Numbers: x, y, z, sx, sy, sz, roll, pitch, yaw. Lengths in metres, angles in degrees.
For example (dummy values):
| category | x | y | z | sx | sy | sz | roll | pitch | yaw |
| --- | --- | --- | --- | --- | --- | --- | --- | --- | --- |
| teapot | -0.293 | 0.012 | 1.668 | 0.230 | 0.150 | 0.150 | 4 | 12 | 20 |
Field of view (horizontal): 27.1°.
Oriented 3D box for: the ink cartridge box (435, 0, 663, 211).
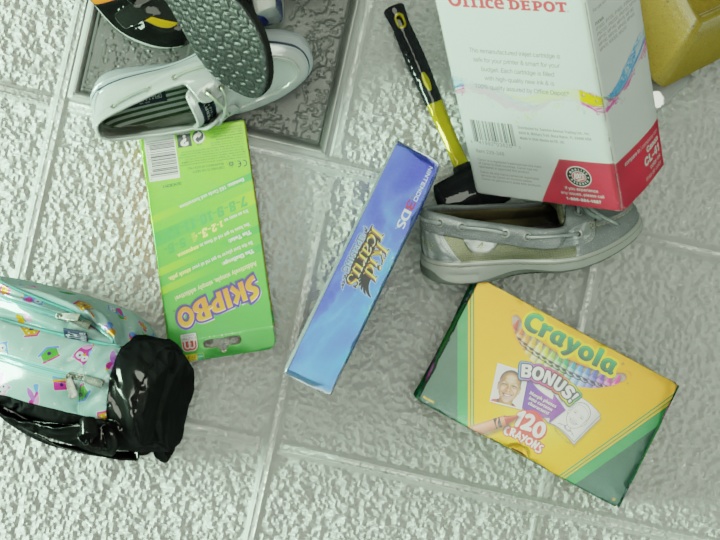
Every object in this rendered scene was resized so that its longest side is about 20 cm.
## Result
| category | x | y | z | sx | sy | sz | roll | pitch | yaw |
| --- | --- | --- | --- | --- | --- | --- | --- | --- | --- |
| ink cartridge box | 0.153 | -0.159 | 1.202 | 0.086 | 0.147 | 0.202 | -39 | 128 | -39 |

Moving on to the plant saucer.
| category | x | y | z | sx | sy | sz | roll | pitch | yaw |
| --- | --- | --- | --- | --- | --- | --- | --- | --- | --- |
| plant saucer | 0.273 | -0.276 | 1.261 | 0.199 | 0.048 | 0.201 | -27 | 90 | -40 |

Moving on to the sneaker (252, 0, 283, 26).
| category | x | y | z | sx | sy | sz | roll | pitch | yaw |
| --- | --- | --- | --- | --- | --- | --- | --- | --- | --- |
| sneaker | -0.138 | -0.297 | 1.299 | 0.114 | 0.081 | 0.202 | -15 | 82 | 2 |

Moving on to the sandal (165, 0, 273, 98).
| category | x | y | z | sx | sy | sz | roll | pitch | yaw |
| --- | --- | --- | --- | --- | --- | --- | --- | --- | --- |
| sandal | -0.128 | -0.235 | 1.231 | 0.048 | 0.075 | 0.201 | -37 | 91 | -42 |

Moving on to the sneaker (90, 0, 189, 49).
| category | x | y | z | sx | sy | sz | roll | pitch | yaw |
| --- | --- | --- | --- | --- | --- | --- | --- | --- | --- |
| sneaker | -0.220 | -0.265 | 1.273 | 0.200 | 0.090 | 0.070 | 42 | 89 | 10 |

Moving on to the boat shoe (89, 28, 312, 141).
| category | x | y | z | sx | sy | sz | roll | pitch | yaw |
| --- | --- | --- | --- | --- | --- | --- | --- | --- | --- |
| boat shoe | -0.135 | -0.148 | 1.285 | 0.198 | 0.067 | 0.074 | -15 | 132 | 8 |

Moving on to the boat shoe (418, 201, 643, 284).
| category | x | y | z | sx | sy | sz | roll | pitch | yaw |
| --- | --- | --- | --- | --- | --- | --- | --- | --- | --- |
| boat shoe | 0.147 | -0.039 | 1.281 | 0.200 | 0.075 | 0.065 | -9 | 117 | -8 |

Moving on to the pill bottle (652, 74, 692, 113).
| category | x | y | z | sx | sy | sz | roll | pitch | yaw |
| --- | --- | --- | --- | --- | --- | --- | --- | --- | --- |
| pill bottle | 0.188 | -0.213 | 1.282 | 0.111 | 0.111 | 0.200 | -42 | 90 | -2 |

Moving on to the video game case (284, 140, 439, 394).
| category | x | y | z | sx | sy | sz | roll | pitch | yaw |
| --- | --- | --- | --- | --- | --- | --- | --- | --- | --- |
| video game case | 0.000 | 0.000 | 1.237 | 0.045 | 0.181 | 0.201 | 26 | 88 | -2 |

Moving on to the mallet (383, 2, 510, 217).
| category | x | y | z | sx | sy | sz | roll | pitch | yaw |
| --- | --- | --- | --- | --- | --- | --- | --- | --- | --- |
| mallet | 0.059 | -0.136 | 1.317 | 0.065 | 0.041 | 0.201 | -30 | 86 | -5 |

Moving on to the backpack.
| category | x | y | z | sx | sy | sz | roll | pitch | yaw |
| --- | --- | --- | --- | --- | --- | --- | --- | --- | --- |
| backpack | -0.248 | 0.080 | 1.254 | 0.198 | 0.167 | 0.128 | 16 | 78 | 12 |

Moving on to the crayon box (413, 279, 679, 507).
| category | x | y | z | sx | sy | sz | roll | pitch | yaw |
| --- | --- | --- | --- | --- | --- | --- | --- | --- | --- |
| crayon box | 0.159 | 0.104 | 1.300 | 0.199 | 0.058 | 0.120 | 28 | 88 | 0 |

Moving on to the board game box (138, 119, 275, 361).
| category | x | y | z | sx | sy | sz | roll | pitch | yaw |
| --- | --- | --- | --- | --- | --- | --- | --- | --- | --- |
| board game box | -0.133 | -0.025 | 1.312 | 0.094 | 0.030 | 0.202 | -8 | 86 | -1 |
